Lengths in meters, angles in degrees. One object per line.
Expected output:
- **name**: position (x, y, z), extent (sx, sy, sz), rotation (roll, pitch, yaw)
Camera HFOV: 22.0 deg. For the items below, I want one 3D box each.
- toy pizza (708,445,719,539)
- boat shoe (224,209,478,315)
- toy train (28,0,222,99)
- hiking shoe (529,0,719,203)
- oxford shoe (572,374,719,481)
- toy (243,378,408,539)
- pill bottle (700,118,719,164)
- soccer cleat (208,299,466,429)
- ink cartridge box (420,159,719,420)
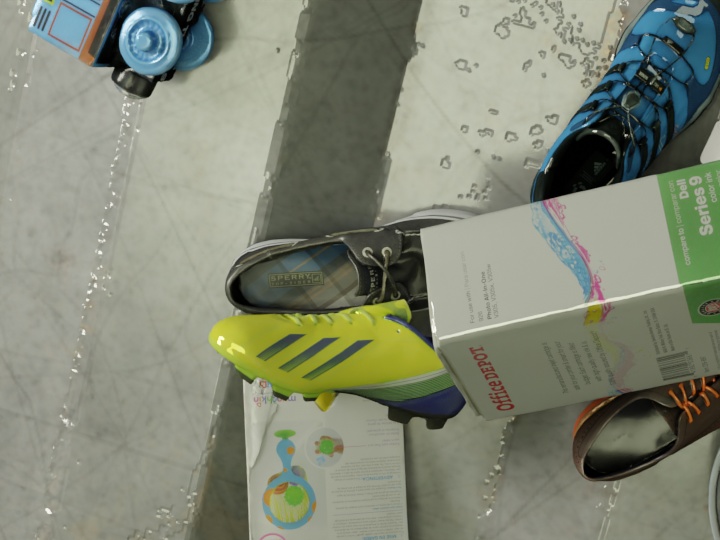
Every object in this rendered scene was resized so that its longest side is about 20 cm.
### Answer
- **toy pizza**: position (0.333, 0.153, 1.237), extent (0.198, 0.032, 0.202), rotation (0, 104, 1)
- **boat shoe**: position (0.000, 0.000, 1.272), extent (0.198, 0.066, 0.071), rotation (-3, 101, 12)
- **toy train**: position (-0.139, -0.219, 1.248), extent (0.114, 0.087, 0.201), rotation (29, 106, 10)
- **hiking shoe**: position (0.179, -0.099, 1.205), extent (0.074, 0.087, 0.201), rotation (32, 106, 3)
- **oxford shoe**: position (0.228, 0.083, 1.239), extent (0.200, 0.073, 0.071), rotation (-39, 92, 16)
- **toy**: position (-0.027, 0.151, 1.312), extent (0.114, 0.047, 0.202), rotation (-2, 92, -13)
- **pill bottle**: position (0.298, -0.138, 1.158), extent (0.114, 0.114, 0.201), rotation (25, 105, 5)
- **soccer cleat**: position (-0.008, 0.049, 1.250), extent (0.199, 0.065, 0.084), rotation (14, 109, -26)
- **ink cartridge box**: position (0.150, 0.017, 1.172), extent (0.198, 0.145, 0.088), rotation (-14, 63, 10)
